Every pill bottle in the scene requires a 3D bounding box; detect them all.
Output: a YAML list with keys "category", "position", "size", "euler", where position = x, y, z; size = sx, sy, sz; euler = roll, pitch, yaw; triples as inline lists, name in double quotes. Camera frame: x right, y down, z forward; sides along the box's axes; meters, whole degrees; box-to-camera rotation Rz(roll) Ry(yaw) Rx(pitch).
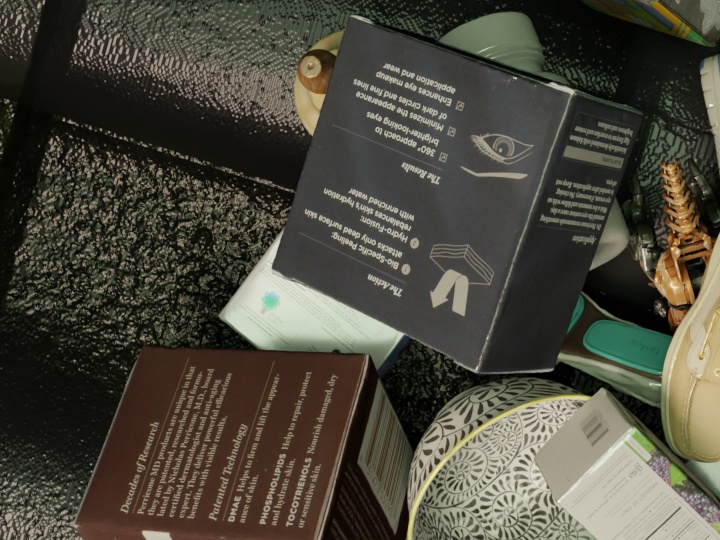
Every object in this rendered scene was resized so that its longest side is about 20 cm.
- category: "pill bottle"
  position: [0.126, -0.094, 1.133]
  size: [0.114, 0.114, 0.201]
  euler: [-21, 75, 9]

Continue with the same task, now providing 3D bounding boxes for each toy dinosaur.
- category: "toy dinosaur"
  position: [0.259, -0.009, 1.108]
  size: [0.101, 0.136, 0.201]
  euler: [-1, 134, -6]

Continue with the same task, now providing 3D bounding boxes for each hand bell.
- category: "hand bell"
  position: [-0.022, -0.149, 1.121]
  size: [0.103, 0.200, 0.105]
  euler: [0, 92, 10]

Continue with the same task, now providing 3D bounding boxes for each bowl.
- category: "bowl"
  position: [0.110, 0.153, 1.145]
  size: [0.199, 0.094, 0.202]
  euler: [-14, 127, -19]

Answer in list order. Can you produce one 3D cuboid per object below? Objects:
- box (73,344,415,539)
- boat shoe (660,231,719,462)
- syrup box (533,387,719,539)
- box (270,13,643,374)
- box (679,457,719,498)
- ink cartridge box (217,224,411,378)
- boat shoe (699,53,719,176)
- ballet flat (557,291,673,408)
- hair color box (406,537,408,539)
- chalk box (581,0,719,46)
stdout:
- category: "box"
  position: [-0.078, 0.172, 1.109]
  size: [0.198, 0.166, 0.165]
  euler: [0, 52, 22]
- category: "boat shoe"
  position: [0.273, 0.051, 1.034]
  size: [0.073, 0.069, 0.202]
  euler: [9, 103, -17]
- category: "syrup box"
  position: [0.228, 0.189, 1.069]
  size: [0.200, 0.079, 0.081]
  euler: [42, 98, -16]
- category: "box"
  position: [0.066, -0.055, 1.033]
  size: [0.196, 0.117, 0.201]
  euler: [26, 102, 34]
- category: "box"
  position: [0.276, 0.248, 1.160]
  size: [0.158, 0.048, 0.200]
  euler: [45, 97, 5]
- category: "ink cartridge box"
  position: [0.000, 0.000, 1.183]
  size: [0.136, 0.076, 0.200]
  euler: [38, 99, 6]
- category: "boat shoe"
  position: [0.313, -0.077, 1.094]
  size: [0.072, 0.072, 0.202]
  euler: [-16, 80, 27]
- category: "ballet flat"
  position: [0.178, 0.058, 1.154]
  size: [0.199, 0.069, 0.070]
  euler: [27, 96, 34]
- category: "hair color box"
  position: [0.019, 0.299, 1.196]
  size: [0.110, 0.064, 0.202]
  euler: [-16, 90, 9]
- category: "chalk box"
  position: [0.201, -0.264, 1.067]
  size: [0.123, 0.199, 0.125]
  euler: [26, 95, 34]
